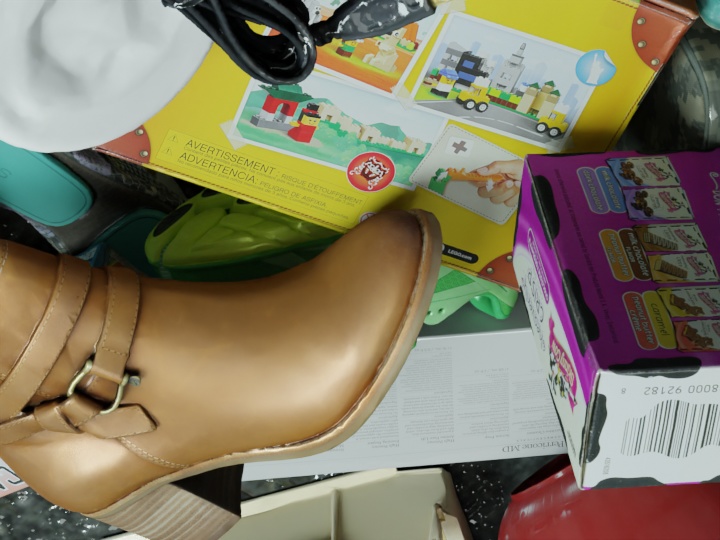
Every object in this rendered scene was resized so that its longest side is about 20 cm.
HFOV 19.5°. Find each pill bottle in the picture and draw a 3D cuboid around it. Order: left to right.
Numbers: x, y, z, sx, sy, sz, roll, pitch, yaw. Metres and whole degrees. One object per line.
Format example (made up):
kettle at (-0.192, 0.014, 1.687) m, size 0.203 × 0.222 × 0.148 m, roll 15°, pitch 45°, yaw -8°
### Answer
pill bottle at (-0.144, -0.140, 0.775) m, size 0.111 × 0.200 × 0.111 m, roll -25°, pitch 139°, yaw -24°

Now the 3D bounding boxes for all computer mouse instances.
computer mouse at (0.015, -0.123, 0.679) m, size 0.200 × 0.046 × 0.140 m, roll -29°, pitch 146°, yaw 18°

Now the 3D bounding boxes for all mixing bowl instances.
mixing bowl at (0.142, 0.132, 1.040) m, size 0.200 × 0.200 × 0.108 m, roll -35°, pitch 87°, yaw 19°

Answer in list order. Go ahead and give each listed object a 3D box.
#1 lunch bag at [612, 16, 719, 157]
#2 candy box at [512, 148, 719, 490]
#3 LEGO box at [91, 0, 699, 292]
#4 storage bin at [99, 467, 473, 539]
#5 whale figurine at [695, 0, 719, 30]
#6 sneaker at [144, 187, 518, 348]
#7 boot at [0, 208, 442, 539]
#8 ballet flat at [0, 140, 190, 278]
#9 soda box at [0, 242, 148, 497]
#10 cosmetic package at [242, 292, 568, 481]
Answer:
lunch bag at (0.196, -0.046, 0.930) m, size 0.168 × 0.139 × 0.200 m, roll -6°, pitch 126°, yaw -14°
candy box at (0.168, 0.013, 0.794) m, size 0.200 × 0.136 × 0.061 m, roll -2°, pitch 128°, yaw -7°
LEGO box at (0.009, -0.095, 0.844) m, size 0.200 × 0.077 × 0.149 m, roll 19°, pitch 123°, yaw -18°
storage bin at (-0.021, 0.221, 1.129) m, size 0.198 × 0.094 × 0.200 m, roll -15°, pitch 126°, yaw 6°
whale figurine at (0.206, -0.173, 0.805) m, size 0.159 × 0.104 × 0.200 m, roll 30°, pitch 87°, yaw 5°
sneaker at (0.000, 0.000, 0.939) m, size 0.200 × 0.074 × 0.084 m, roll -2°, pitch 107°, yaw -30°
boot at (-0.078, 0.019, 0.834) m, size 0.155 × 0.077 × 0.200 m, roll 33°, pitch 123°, yaw -25°
ballet flat at (-0.116, -0.035, 0.945) m, size 0.072 × 0.072 × 0.200 m, roll -36°, pitch 123°, yaw 20°
soda box at (-0.165, 0.058, 0.969) m, size 0.200 × 0.064 × 0.068 m, roll -24°, pitch 128°, yaw 40°
cosmetic package at (0.003, 0.053, 1.033) m, size 0.200 × 0.051 × 0.083 m, roll -4°, pitch 124°, yaw -2°
